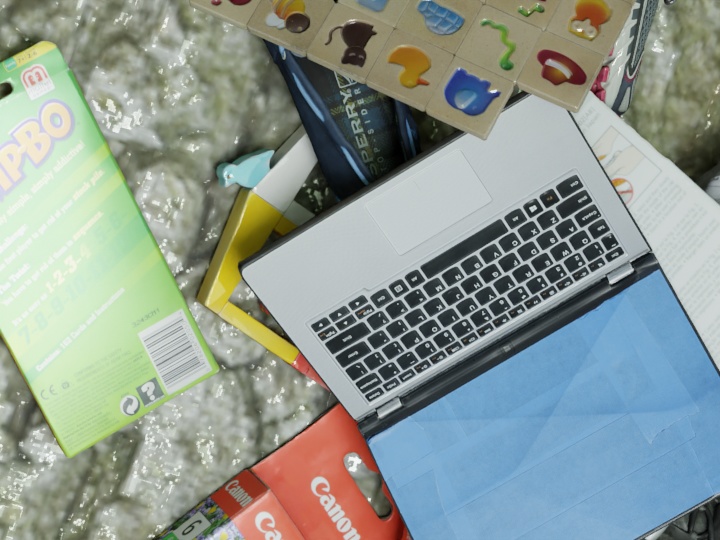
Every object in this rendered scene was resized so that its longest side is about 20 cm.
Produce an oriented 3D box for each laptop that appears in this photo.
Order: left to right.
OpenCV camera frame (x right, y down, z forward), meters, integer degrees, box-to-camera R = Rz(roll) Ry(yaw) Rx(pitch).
[{"bbox_3d":[0.072,0.047,0.981,0.186,0.116,0.200,-31,125,9],"label":"laptop"}]

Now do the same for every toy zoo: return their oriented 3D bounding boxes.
[{"bbox_3d":[0.000,0.000,1.068,0.199,0.020,0.132,35,85,-21],"label":"toy zoo"}]

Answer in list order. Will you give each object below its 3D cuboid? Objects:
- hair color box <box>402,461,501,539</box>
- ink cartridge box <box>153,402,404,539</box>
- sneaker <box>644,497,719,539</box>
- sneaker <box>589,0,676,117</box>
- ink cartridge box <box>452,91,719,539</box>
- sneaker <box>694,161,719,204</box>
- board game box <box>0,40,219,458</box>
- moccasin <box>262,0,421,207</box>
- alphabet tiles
[{"bbox_3d":[0.073,0.202,1.094,0.110,0.064,0.202,5,99,-40],"label":"hair color box"},{"bbox_3d":[-0.054,0.176,1.065,0.199,0.050,0.109,-37,108,-10],"label":"ink cartridge box"},{"bbox_3d":[0.217,0.164,1.141,0.200,0.084,0.077,43,83,-21],"label":"sneaker"},{"bbox_3d":[0.160,-0.181,1.066,0.074,0.081,0.202,12,95,-23],"label":"sneaker"},{"bbox_3d":[0.138,0.021,1.054,0.200,0.047,0.160,43,97,11],"label":"ink cartridge box"},{"bbox_3d":[0.217,0.006,1.107,0.200,0.075,0.114,-42,91,-3],"label":"sneaker"},{"bbox_3d":[-0.158,-0.011,1.010,0.095,0.030,0.201,-29,110,-13],"label":"board game box"},{"bbox_3d":[-0.008,-0.125,1.008,0.080,0.068,0.201,-27,94,-13],"label":"moccasin"},{"bbox_3d":[0.040,-0.159,0.969,0.199,0.008,0.168,25,68,11],"label":"alphabet tiles"}]
